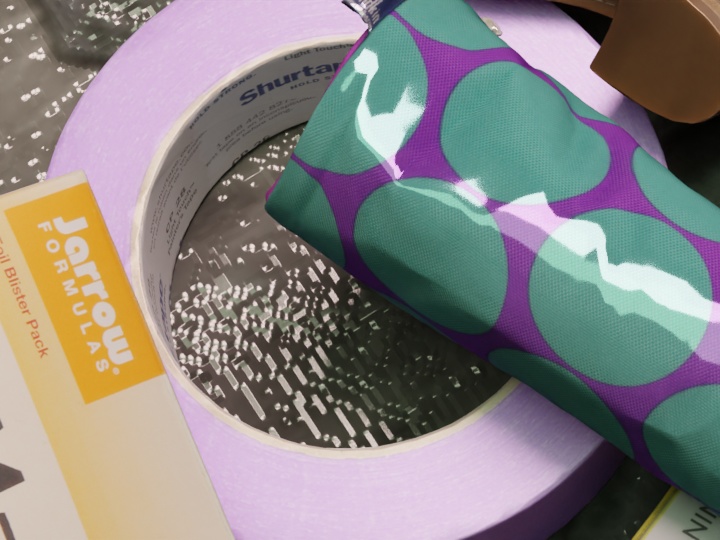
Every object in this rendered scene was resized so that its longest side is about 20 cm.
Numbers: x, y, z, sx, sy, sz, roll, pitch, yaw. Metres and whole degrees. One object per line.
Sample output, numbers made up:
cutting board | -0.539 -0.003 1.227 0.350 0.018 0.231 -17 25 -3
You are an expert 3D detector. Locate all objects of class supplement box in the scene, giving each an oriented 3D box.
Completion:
supplement box | -0.149 0.064 0.798 0.200 0.074 0.126 -22 89 -33

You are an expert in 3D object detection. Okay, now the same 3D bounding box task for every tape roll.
tape roll | 0.000 0.000 0.916 0.200 0.066 0.200 -2 72 5

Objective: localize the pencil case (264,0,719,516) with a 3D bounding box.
pencil case | 0.073 -0.003 0.833 0.200 0.085 0.092 35 68 13

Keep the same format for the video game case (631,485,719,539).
video game case | 0.187 0.103 0.848 0.200 0.026 0.181 33 51 14

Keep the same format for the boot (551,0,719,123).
boot | 0.087 -0.139 0.916 0.200 0.077 0.155 37 43 19
